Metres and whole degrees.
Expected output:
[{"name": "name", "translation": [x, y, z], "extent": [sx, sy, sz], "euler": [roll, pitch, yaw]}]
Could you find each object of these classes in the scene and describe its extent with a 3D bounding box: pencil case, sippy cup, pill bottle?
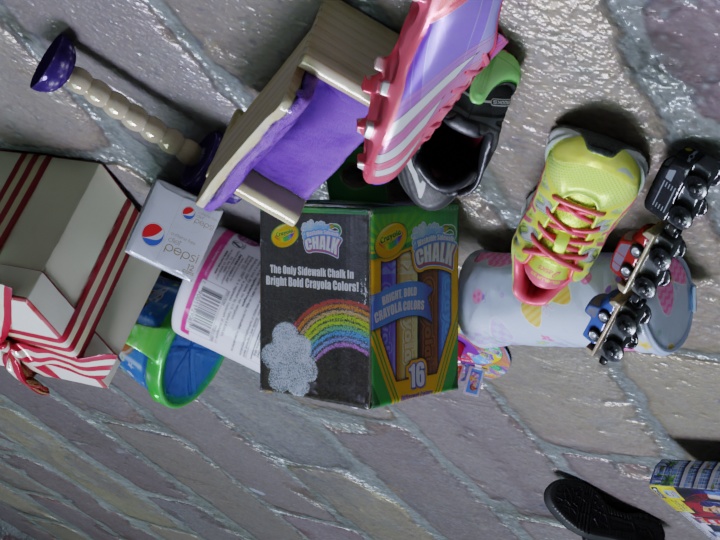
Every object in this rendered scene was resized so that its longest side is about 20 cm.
[{"name": "pencil case", "translation": [0.173, 0.025, 1.191], "extent": [0.198, 0.085, 0.090], "euler": [0, 170, 44]}, {"name": "sippy cup", "translation": [-0.228, 0.062, 1.594], "extent": [0.129, 0.140, 0.179], "euler": [24, 148, 24]}, {"name": "pill bottle", "translation": [-0.072, 0.048, 1.407], "extent": [0.198, 0.114, 0.114], "euler": [25, 158, 4]}]

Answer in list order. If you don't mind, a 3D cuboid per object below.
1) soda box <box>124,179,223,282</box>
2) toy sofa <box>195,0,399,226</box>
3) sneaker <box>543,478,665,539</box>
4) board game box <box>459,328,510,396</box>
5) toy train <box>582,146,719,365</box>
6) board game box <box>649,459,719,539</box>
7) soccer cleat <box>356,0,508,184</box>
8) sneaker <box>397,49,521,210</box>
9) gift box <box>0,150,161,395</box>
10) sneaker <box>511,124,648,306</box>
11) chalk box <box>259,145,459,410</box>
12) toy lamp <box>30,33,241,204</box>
[{"name": "soda box", "translation": [-0.166, -0.038, 1.289], "extent": [0.063, 0.069, 0.200], "euler": [25, 179, -10]}, {"name": "toy sofa", "translation": [-0.041, -0.099, 1.056], "extent": [0.082, 0.099, 0.200], "euler": [27, 149, -14]}, {"name": "sneaker", "translation": [0.289, 0.315, 1.773], "extent": [0.198, 0.061, 0.104], "euler": [24, 153, -15]}, {"name": "board game box", "translation": [0.052, 0.080, 1.478], "extent": [0.197, 0.039, 0.158], "euler": [11, 156, 23]}, {"name": "toy train", "translation": [0.204, -0.007, 1.053], "extent": [0.046, 0.034, 0.202], "euler": [37, 134, 21]}, {"name": "board game box", "translation": [0.429, 0.240, 1.473], "extent": [0.198, 0.062, 0.200], "euler": [-4, 147, 45]}, {"name": "soccer cleat", "translation": [0.049, -0.128, 0.906], "extent": [0.075, 0.067, 0.202], "euler": [10, 131, -11]}, {"name": "sneaker", "translation": [0.055, -0.089, 1.034], "extent": [0.076, 0.085, 0.200], "euler": [21, 158, 2]}, {"name": "gift box", "translation": [-0.311, 0.004, 1.433], "extent": [0.198, 0.188, 0.185], "euler": [7, 150, 34]}, {"name": "sneaker", "translation": [0.154, -0.032, 1.067], "extent": [0.077, 0.091, 0.201], "euler": [21, 156, 5]}, {"name": "chalk box", "translation": [0.000, 0.000, 1.194], "extent": [0.124, 0.203, 0.123], "euler": [5, -174, 39]}, {"name": "toy lamp", "translation": [-0.177, -0.120, 1.215], "extent": [0.199, 0.059, 0.058], "euler": [31, 156, -23]}]
